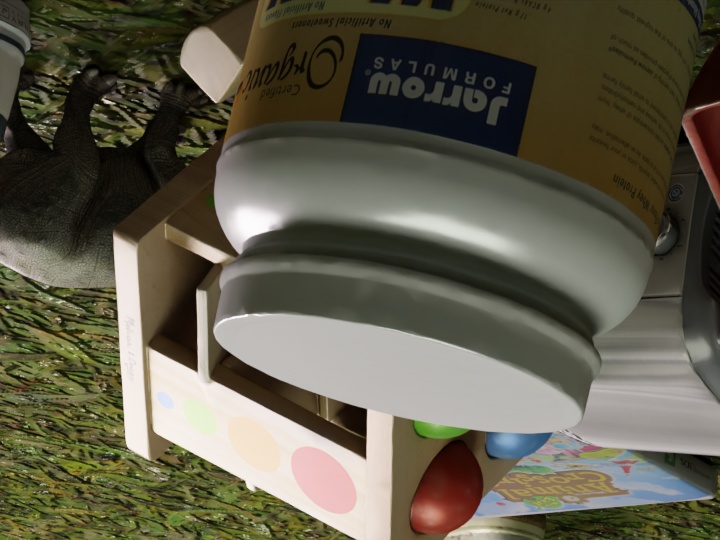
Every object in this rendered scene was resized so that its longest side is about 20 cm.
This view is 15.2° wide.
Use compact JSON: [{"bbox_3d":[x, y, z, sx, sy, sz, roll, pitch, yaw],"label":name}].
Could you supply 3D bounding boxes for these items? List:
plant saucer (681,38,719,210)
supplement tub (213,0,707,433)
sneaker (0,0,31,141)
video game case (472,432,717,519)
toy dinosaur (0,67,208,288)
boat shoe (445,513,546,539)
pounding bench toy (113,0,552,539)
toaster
[{"bbox_3d":[0.218,-0.068,0.964,0.199,0.037,0.200,-15,164,10],"label":"plant saucer"},{"bbox_3d":[0.034,-0.060,0.876,0.144,0.201,0.144,12,165,3],"label":"supplement tub"},{"bbox_3d":[-0.233,-0.079,1.125,0.199,0.071,0.073,-3,158,25],"label":"sneaker"},{"bbox_3d":[0.081,0.109,1.595,0.199,0.022,0.182,-9,154,37],"label":"video game case"},{"bbox_3d":[-0.119,-0.031,1.171,0.199,0.103,0.077,16,158,-25],"label":"toy dinosaur"},{"bbox_3d":[0.053,0.199,1.790,0.073,0.063,0.200,14,159,-21],"label":"boat shoe"},{"bbox_3d":[0.000,0.000,1.082,0.156,0.124,0.201,26,137,26],"label":"pounding bench toy"},{"bbox_3d":[0.137,0.019,1.207,0.129,0.114,0.200,0,159,31],"label":"toaster"}]
